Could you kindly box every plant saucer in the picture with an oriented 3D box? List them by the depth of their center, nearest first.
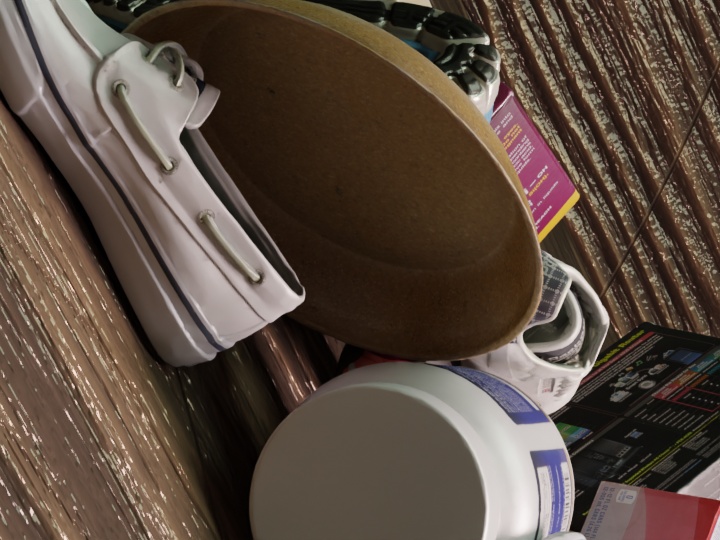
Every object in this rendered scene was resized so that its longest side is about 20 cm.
[{"bbox_3d":[-0.010,-0.043,0.885,0.035,0.200,0.200,-56,133,-32],"label":"plant saucer"}]

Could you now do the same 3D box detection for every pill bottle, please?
[{"bbox_3d":[0.023,0.096,0.921,0.200,0.116,0.116,19,48,-77],"label":"pill bottle"}]

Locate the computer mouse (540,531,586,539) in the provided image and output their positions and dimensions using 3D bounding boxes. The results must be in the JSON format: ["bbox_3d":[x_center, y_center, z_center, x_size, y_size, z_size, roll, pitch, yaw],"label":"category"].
[{"bbox_3d":[0.049,0.151,0.821,0.044,0.110,0.200,32,25,23],"label":"computer mouse"}]

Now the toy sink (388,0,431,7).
[{"bbox_3d":[-0.025,-0.101,1.087,0.200,0.130,0.112,-7,74,-81],"label":"toy sink"}]

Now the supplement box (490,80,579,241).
[{"bbox_3d":[0.033,-0.072,1.279,0.131,0.103,0.200,42,0,21],"label":"supplement box"}]

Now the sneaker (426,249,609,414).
[{"bbox_3d":[0.082,0.034,1.047,0.200,0.080,0.076,41,65,-64],"label":"sneaker"}]

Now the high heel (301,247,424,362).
[{"bbox_3d":[0.029,0.017,1.055,0.200,0.067,0.096,13,5,-44],"label":"high heel"}]

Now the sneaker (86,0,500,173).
[{"bbox_3d":[-0.037,-0.078,0.945,0.078,0.200,0.090,-41,144,-42],"label":"sneaker"}]

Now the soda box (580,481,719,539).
[{"bbox_3d":[0.117,0.201,1.021,0.063,0.070,0.200,57,49,-43],"label":"soda box"}]

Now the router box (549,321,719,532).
[{"bbox_3d":[0.155,0.109,1.211,0.150,0.200,0.062,13,-53,49],"label":"router box"}]

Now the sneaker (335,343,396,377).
[{"bbox_3d":[0.049,0.108,1.114,0.074,0.087,0.200,53,16,-56],"label":"sneaker"}]

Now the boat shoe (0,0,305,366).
[{"bbox_3d":[-0.086,-0.060,0.843,0.074,0.067,0.200,-93,157,-65],"label":"boat shoe"}]
